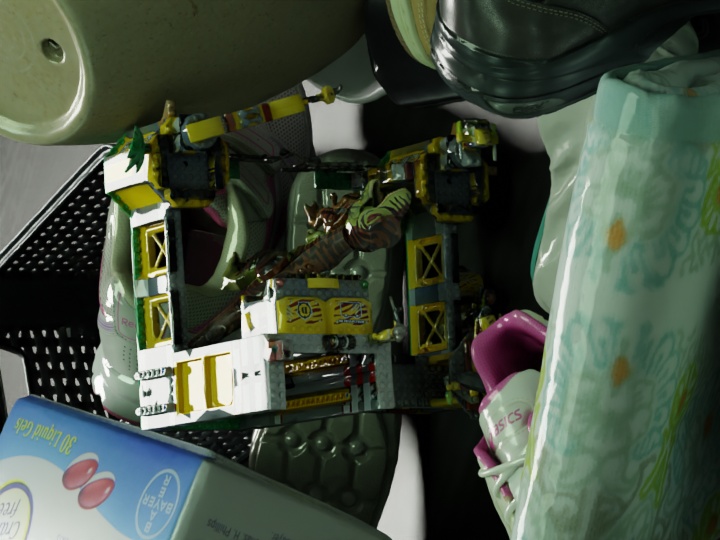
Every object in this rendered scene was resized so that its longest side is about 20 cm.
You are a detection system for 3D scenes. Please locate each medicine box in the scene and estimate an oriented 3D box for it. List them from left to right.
[{"bbox_3d":[-0.104,0.172,1.161,0.182,0.103,0.200,11,76,58],"label":"medicine box"}]

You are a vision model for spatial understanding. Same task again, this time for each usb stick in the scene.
[{"bbox_3d":[0.076,-0.100,1.089,0.200,0.033,0.056,-6,103,48],"label":"usb stick"}]

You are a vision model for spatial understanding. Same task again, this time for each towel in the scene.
[{"bbox_3d":[0.114,0.012,0.923,0.048,0.200,0.172,13,104,26],"label":"towel"}]

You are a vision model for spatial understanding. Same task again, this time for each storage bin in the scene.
[{"bbox_3d":[-0.110,0.033,1.382,0.200,0.094,0.136,-39,57,51],"label":"storage bin"}]

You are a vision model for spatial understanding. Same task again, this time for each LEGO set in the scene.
[{"bbox_3d":[0.000,0.000,1.104,0.116,0.200,0.154,-12,70,54],"label":"LEGO set"}]

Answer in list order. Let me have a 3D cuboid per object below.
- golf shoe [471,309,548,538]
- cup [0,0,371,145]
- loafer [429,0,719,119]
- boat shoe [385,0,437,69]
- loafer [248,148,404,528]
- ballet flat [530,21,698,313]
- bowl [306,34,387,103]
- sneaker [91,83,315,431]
[{"bbox_3d":[0.074,0.093,1.004,0.075,0.091,0.200,-39,27,24],"label":"golf shoe"},{"bbox_3d":[-0.108,-0.131,1.144,0.200,0.143,0.201,22,136,23],"label":"cup"},{"bbox_3d":[0.110,-0.124,0.917,0.073,0.200,0.072,39,150,32],"label":"loafer"},{"bbox_3d":[0.058,-0.167,1.028,0.076,0.072,0.201,19,114,33],"label":"boat shoe"},{"bbox_3d":[-0.010,0.045,1.250,0.070,0.070,0.201,-41,-40,-81],"label":"loafer"},{"bbox_3d":[0.102,-0.043,1.025,0.200,0.069,0.070,90,159,-48],"label":"ballet flat"},{"bbox_3d":[-0.009,-0.191,1.175,0.200,0.075,0.200,45,141,1],"label":"bowl"},{"bbox_3d":[-0.067,-0.031,1.241,0.088,0.081,0.200,95,-174,-58],"label":"sneaker"}]
